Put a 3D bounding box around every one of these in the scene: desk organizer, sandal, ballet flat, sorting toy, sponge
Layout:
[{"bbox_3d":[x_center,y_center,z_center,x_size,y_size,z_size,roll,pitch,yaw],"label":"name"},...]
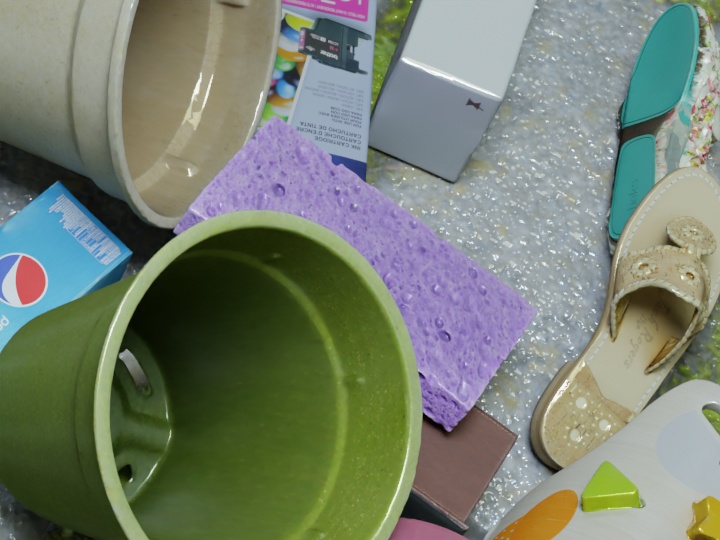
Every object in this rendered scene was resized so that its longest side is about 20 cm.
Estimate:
[{"bbox_3d":[-0.015,0.081,1.321,0.199,0.072,0.077,36,52,2],"label":"desk organizer"},{"bbox_3d":[0.181,0.030,1.373,0.077,0.070,0.212,36,76,-15],"label":"sandal"},{"bbox_3d":[0.204,-0.080,1.490,0.064,0.075,0.201,36,57,-33],"label":"ballet flat"},{"bbox_3d":[0.196,0.158,1.321,0.200,0.107,0.180,38,60,5],"label":"sorting toy"},{"bbox_3d":[0.000,0.000,1.325,0.199,0.030,0.112,36,41,1],"label":"sponge"}]

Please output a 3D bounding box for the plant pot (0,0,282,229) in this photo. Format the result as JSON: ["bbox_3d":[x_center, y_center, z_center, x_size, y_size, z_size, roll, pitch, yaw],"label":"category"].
[{"bbox_3d":[-0.170,-0.141,1.320,0.182,0.201,0.201,14,55,20],"label":"plant pot"}]

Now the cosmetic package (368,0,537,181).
[{"bbox_3d":[0.072,-0.171,1.468,0.071,0.102,0.201,22,57,-4],"label":"cosmetic package"}]

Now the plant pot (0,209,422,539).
[{"bbox_3d":[-0.102,0.077,1.195,0.199,0.189,0.202,4,84,-37],"label":"plant pot"}]

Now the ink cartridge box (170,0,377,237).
[{"bbox_3d":[-0.053,-0.105,1.430,0.118,0.042,0.201,10,61,-11],"label":"ink cartridge box"}]

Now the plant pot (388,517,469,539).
[{"bbox_3d":[0.007,0.235,1.184,0.199,0.201,0.180,26,42,-2],"label":"plant pot"}]

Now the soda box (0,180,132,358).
[{"bbox_3d":[-0.222,0.041,1.279,0.064,0.068,0.200,43,59,7],"label":"soda box"}]
